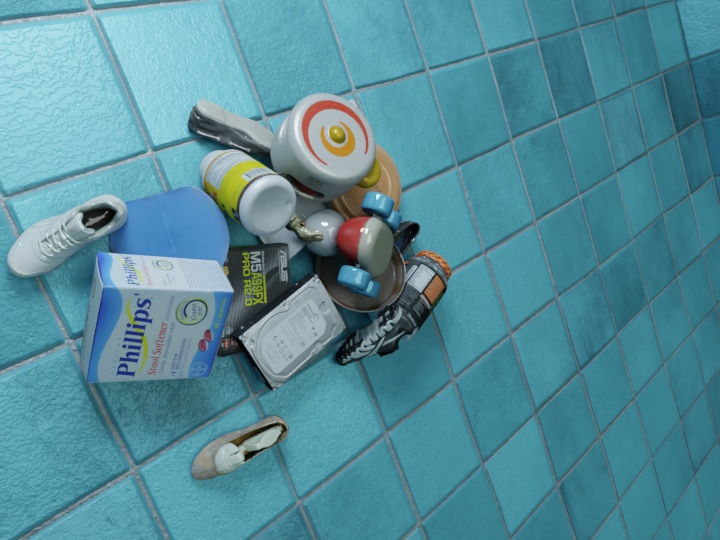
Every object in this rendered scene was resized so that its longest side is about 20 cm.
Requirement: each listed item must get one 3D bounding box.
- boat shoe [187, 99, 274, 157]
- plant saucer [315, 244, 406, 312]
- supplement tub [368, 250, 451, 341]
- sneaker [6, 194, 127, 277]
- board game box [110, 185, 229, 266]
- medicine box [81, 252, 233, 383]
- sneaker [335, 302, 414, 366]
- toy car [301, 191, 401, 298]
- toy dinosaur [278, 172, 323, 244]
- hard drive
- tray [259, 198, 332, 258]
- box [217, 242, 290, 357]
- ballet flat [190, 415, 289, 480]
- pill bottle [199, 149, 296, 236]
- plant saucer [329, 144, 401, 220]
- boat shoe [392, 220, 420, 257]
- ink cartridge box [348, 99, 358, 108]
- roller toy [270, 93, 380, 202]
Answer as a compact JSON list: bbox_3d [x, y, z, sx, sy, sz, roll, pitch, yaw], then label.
[{"bbox_3d":[-0.240,-0.265,1.064,0.199,0.057,0.067,21,40,-37],"label":"boat shoe"},{"bbox_3d":[0.000,0.000,1.184,0.199,0.032,0.201,5,65,-11],"label":"plant saucer"},{"bbox_3d":[0.119,0.055,1.254,0.200,0.122,0.123,-49,114,-27],"label":"supplement tub"},{"bbox_3d":[-0.460,-0.060,0.854,0.200,0.099,0.078,-41,109,-21],"label":"sneaker"},{"bbox_3d":[-0.334,-0.057,0.966,0.199,0.039,0.159,-17,92,-9],"label":"board game box"},{"bbox_3d":[-0.335,0.079,0.892,0.199,0.103,0.183,4,119,-36],"label":"medicine box"},{"bbox_3d":[0.035,0.155,1.159,0.090,0.200,0.067,39,25,-23],"label":"sneaker"},{"bbox_3d":[-0.042,-0.065,1.105,0.177,0.199,0.185,40,67,-72],"label":"toy car"},{"bbox_3d":[-0.149,-0.128,1.028,0.200,0.088,0.047,41,52,15],"label":"toy dinosaur"},{"bbox_3d":[-0.133,0.118,1.067,0.200,0.038,0.140,-40,117,-27],"label":"hard drive"},{"bbox_3d":[-0.132,-0.108,1.145,0.200,0.022,0.108,-43,111,-29],"label":"tray"},{"bbox_3d":[-0.213,0.052,1.050,0.160,0.044,0.201,-7,99,-35],"label":"box"},{"bbox_3d":[-0.221,0.334,1.031,0.200,0.067,0.068,-26,102,-33],"label":"ballet flat"},{"bbox_3d":[-0.210,-0.147,0.975,0.109,0.200,0.110,-24,132,-31],"label":"pill bottle"},{"bbox_3d":[0.014,-0.187,1.192,0.200,0.032,0.201,2,86,-36],"label":"plant saucer"},{"bbox_3d":[0.068,-0.047,1.263,0.069,0.057,0.200,50,62,-23],"label":"boat shoe"},{"bbox_3d":[-0.042,-0.250,1.202,0.176,0.045,0.201,-36,108,-31],"label":"ink cartridge box"},{"bbox_3d":[-0.068,-0.233,1.044,0.182,0.140,0.201,-22,89,-31],"label":"roller toy"}]
